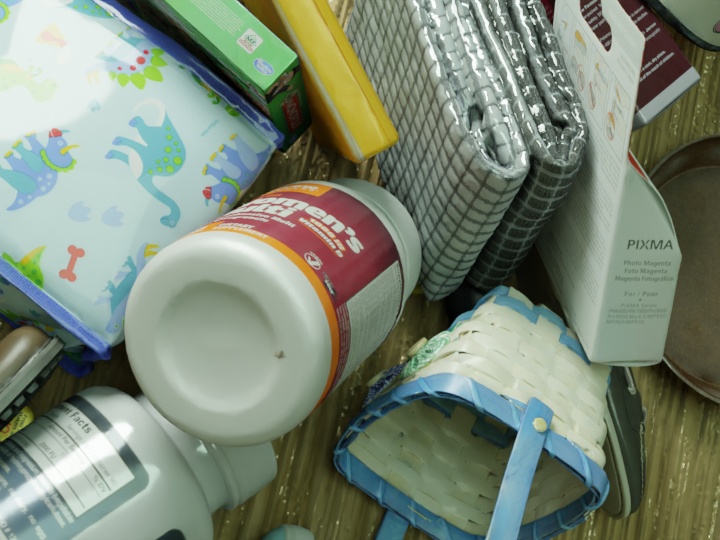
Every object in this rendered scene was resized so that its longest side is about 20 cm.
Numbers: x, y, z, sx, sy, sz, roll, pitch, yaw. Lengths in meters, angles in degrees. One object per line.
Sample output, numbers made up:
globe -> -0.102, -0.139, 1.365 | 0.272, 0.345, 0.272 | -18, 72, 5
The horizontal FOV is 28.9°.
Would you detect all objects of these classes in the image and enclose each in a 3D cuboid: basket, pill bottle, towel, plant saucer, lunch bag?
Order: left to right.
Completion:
lunch bag -> -0.177, -0.066, 0.792 | 0.200, 0.127, 0.170 | 40, 69, -10
pill bottle -> -0.150, 0.134, 0.765 | 0.200, 0.120, 0.120 | -33, 92, -23
pill bottle -> -0.037, 0.012, 0.763 | 0.110, 0.109, 0.200 | 56, 24, -2
basket -> 0.056, 0.124, 0.821 | 0.139, 0.176, 0.200 | 30, 51, -13
towel -> 0.060, -0.104, 0.850 | 0.085, 0.166, 0.201 | -11, 68, -15
plant saucer -> 0.268, 0.003, 0.998 | 0.200, 0.034, 0.201 | 5, 77, -20

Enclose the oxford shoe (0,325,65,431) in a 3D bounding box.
oxford shoe -> -0.248, 0.078, 0.727 | 0.200, 0.073, 0.085 | -32, 95, -4

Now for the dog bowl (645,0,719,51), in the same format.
dog bowl -> 0.220, -0.252, 0.957 | 0.200, 0.074, 0.201 | 34, 37, -31

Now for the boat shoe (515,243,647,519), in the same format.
boat shoe -> 0.160, 0.061, 0.927 | 0.057, 0.067, 0.201 | -15, 81, -18

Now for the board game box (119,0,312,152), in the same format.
board game box -> -0.112, -0.159, 0.808 | 0.200, 0.135, 0.029 | 43, 84, 7

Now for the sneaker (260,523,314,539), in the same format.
sneaker -> -0.093, 0.227, 0.793 | 0.082, 0.074, 0.200 | 31, 69, -16

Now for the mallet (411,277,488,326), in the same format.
mallet -> 0.000, 0.000, 0.898 | 0.199, 0.041, 0.066 | 5, 77, -16

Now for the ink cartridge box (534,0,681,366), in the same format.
ink cartridge box -> 0.144, -0.071, 0.808 | 0.057, 0.163, 0.201 | 1, 123, -11

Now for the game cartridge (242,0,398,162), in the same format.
game cartridge -> -0.047, -0.162, 0.819 | 0.032, 0.176, 0.200 | -27, 102, -4

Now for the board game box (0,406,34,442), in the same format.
board game box -> -0.285, 0.050, 0.783 | 0.200, 0.030, 0.096 | 44, 68, -10

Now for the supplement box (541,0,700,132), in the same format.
supplement box -> 0.125, -0.178, 0.941 | 0.061, 0.109, 0.200 | -39, 95, -22
